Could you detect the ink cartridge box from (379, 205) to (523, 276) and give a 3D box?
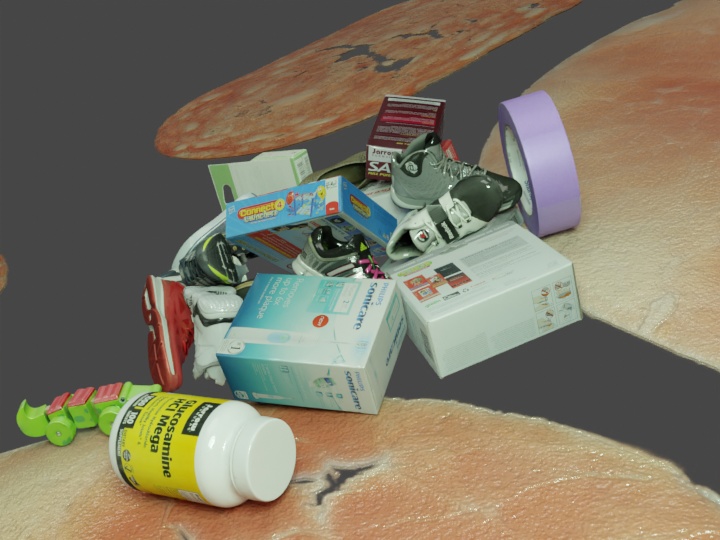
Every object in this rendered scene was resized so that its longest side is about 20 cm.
[{"bbox_3d":[0.128,-0.028,1.385,0.198,0.058,0.163,-23,16,43],"label":"ink cartridge box"}]

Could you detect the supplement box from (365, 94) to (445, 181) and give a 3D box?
[{"bbox_3d":[0.075,-0.213,1.486,0.107,0.062,0.201,7,33,8],"label":"supplement box"}]

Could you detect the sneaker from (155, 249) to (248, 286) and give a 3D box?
[{"bbox_3d":[-0.243,0.022,1.458,0.128,0.081,0.199,-15,14,25],"label":"sneaker"}]

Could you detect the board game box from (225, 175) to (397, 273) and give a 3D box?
[{"bbox_3d":[-0.069,-0.063,1.385,0.193,0.199,0.057,-10,70,24],"label":"board game box"}]

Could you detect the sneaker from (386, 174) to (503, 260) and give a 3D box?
[{"bbox_3d":[0.115,-0.062,1.300,0.199,0.075,0.089,-32,10,42],"label":"sneaker"}]

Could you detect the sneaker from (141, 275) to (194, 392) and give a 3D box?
[{"bbox_3d":[-0.246,0.087,1.331,0.114,0.079,0.202,4,47,-26],"label":"sneaker"}]

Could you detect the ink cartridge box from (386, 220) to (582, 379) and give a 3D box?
[{"bbox_3d":[0.152,0.029,1.182,0.197,0.085,0.176,-21,26,-8],"label":"ink cartridge box"}]

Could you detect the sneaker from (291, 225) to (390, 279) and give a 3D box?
[{"bbox_3d":[0.000,0.000,1.269,0.198,0.089,0.074,26,21,19],"label":"sneaker"}]

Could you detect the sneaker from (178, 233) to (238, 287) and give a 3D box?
[{"bbox_3d":[-0.223,-0.003,1.337,0.080,0.075,0.200,-19,-4,-5],"label":"sneaker"}]

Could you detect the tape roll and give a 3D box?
[{"bbox_3d":[0.258,-0.154,1.346,0.064,0.203,0.201,-15,25,1],"label":"tape roll"}]

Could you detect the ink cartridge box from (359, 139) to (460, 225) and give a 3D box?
[{"bbox_3d":[0.069,-0.126,1.532,0.142,0.085,0.200,-11,25,35],"label":"ink cartridge box"}]

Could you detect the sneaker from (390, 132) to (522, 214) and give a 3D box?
[{"bbox_3d":[0.133,-0.143,1.332,0.196,0.117,0.076,1,42,14],"label":"sneaker"}]

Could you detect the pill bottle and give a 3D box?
[{"bbox_3d":[-0.173,0.197,1.020,0.197,0.114,0.113,0,30,33],"label":"pill bottle"}]

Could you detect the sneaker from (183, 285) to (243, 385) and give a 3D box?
[{"bbox_3d":[-0.202,0.085,1.261,0.074,0.117,0.200,1,6,-17],"label":"sneaker"}]

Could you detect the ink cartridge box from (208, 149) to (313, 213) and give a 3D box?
[{"bbox_3d":[-0.166,-0.135,1.647,0.197,0.148,0.048,2,27,36],"label":"ink cartridge box"}]

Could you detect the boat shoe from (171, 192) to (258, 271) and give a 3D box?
[{"bbox_3d":[-0.229,-0.040,1.590,0.200,0.071,0.091,-44,67,-7],"label":"boat shoe"}]

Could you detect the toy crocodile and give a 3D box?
[{"bbox_3d":[-0.360,0.183,1.232,0.196,0.063,0.068,-12,26,11],"label":"toy crocodile"}]

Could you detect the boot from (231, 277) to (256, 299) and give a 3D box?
[{"bbox_3d":[-0.139,0.081,1.288,0.197,0.078,0.139,-3,33,30],"label":"boot"}]

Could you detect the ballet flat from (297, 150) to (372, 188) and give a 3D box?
[{"bbox_3d":[-0.032,-0.139,1.475,0.199,0.068,0.046,-33,14,-35],"label":"ballet flat"}]

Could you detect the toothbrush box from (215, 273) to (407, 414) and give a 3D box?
[{"bbox_3d":[-0.056,0.087,1.143,0.196,0.086,0.148,4,44,21],"label":"toothbrush box"}]
